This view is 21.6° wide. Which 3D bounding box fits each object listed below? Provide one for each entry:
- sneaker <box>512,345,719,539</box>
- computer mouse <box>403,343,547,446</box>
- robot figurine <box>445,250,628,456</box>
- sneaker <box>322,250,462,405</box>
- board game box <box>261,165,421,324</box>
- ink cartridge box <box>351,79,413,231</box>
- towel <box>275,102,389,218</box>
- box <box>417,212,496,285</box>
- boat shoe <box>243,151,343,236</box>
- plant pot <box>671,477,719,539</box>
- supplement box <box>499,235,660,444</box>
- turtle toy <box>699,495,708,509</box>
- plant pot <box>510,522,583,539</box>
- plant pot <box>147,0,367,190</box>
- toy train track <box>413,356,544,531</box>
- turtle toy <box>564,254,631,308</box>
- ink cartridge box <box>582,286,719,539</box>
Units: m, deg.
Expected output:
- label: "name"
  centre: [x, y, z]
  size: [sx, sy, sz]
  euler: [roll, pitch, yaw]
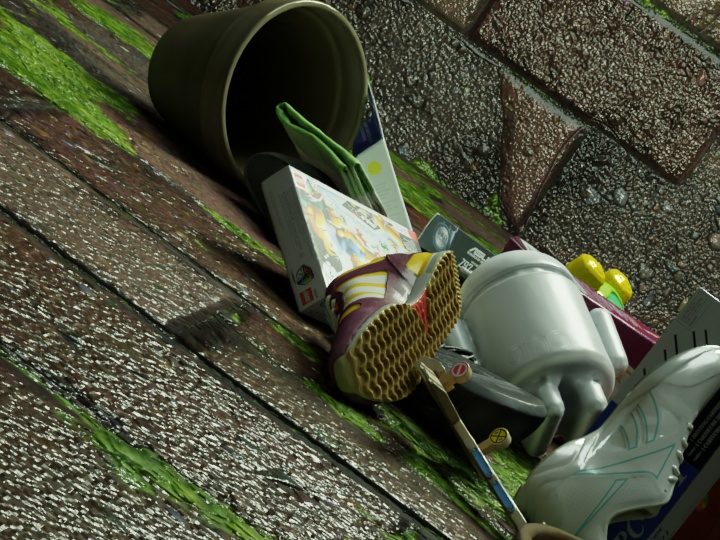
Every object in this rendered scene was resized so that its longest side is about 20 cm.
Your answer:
- label: "sneaker"
  centre: [0.203, 0.133, 1.362]
  size: [0.080, 0.200, 0.071]
  euler: [45, -19, 19]
- label: "computer mouse"
  centre: [0.069, 0.095, 1.459]
  size: [0.138, 0.053, 0.200]
  euler: [19, 6, -31]
- label: "robot figurine"
  centre: [0.148, 0.064, 1.622]
  size: [0.168, 0.114, 0.201]
  euler: [1, 45, -23]
- label: "sneaker"
  centre: [0.005, 0.044, 1.396]
  size: [0.089, 0.076, 0.200]
  euler: [-3, 18, 25]
- label: "board game box"
  centre: [0.000, 0.000, 1.595]
  size: [0.199, 0.034, 0.127]
  euler: [25, 41, -53]
- label: "ink cartridge box"
  centre: [0.019, -0.098, 2.033]
  size: [0.198, 0.047, 0.202]
  euler: [-100, 172, -78]
- label: "towel"
  centre: [-0.013, -0.061, 1.852]
  size: [0.149, 0.031, 0.201]
  euler: [39, -16, 47]
- label: "box"
  centre: [0.153, 0.022, 2.162]
  size: [0.199, 0.044, 0.160]
  euler: [36, -6, 8]
- label: "boat shoe"
  centre: [-0.049, -0.053, 1.744]
  size: [0.201, 0.074, 0.063]
  euler: [47, 5, 37]
- label: "plant pot"
  centre: [0.308, 0.176, 1.538]
  size: [0.175, 0.201, 0.200]
  euler: [14, 19, -36]
- label: "supplement box"
  centre: [0.194, 0.082, 1.774]
  size: [0.199, 0.131, 0.103]
  euler: [33, 8, -14]
- label: "turtle toy"
  centre: [0.382, 0.215, 1.879]
  size: [0.199, 0.102, 0.145]
  euler: [29, -16, -36]
- label: "plant pot"
  centre: [0.125, 0.209, 0.836]
  size: [0.200, 0.093, 0.201]
  euler: [35, 7, -5]
- label: "plant pot"
  centre: [-0.120, -0.189, 1.930]
  size: [0.173, 0.202, 0.199]
  euler: [21, -4, 43]
- label: "toy train track"
  centre: [0.092, 0.124, 1.293]
  size: [0.201, 0.032, 0.115]
  euler: [58, -2, 46]
- label: "turtle toy"
  centre: [0.207, 0.064, 1.935]
  size: [0.200, 0.145, 0.102]
  euler: [22, 37, -59]
- label: "ink cartridge box"
  centre: [0.235, 0.122, 1.433]
  size: [0.094, 0.201, 0.044]
  euler: [39, 3, 33]
